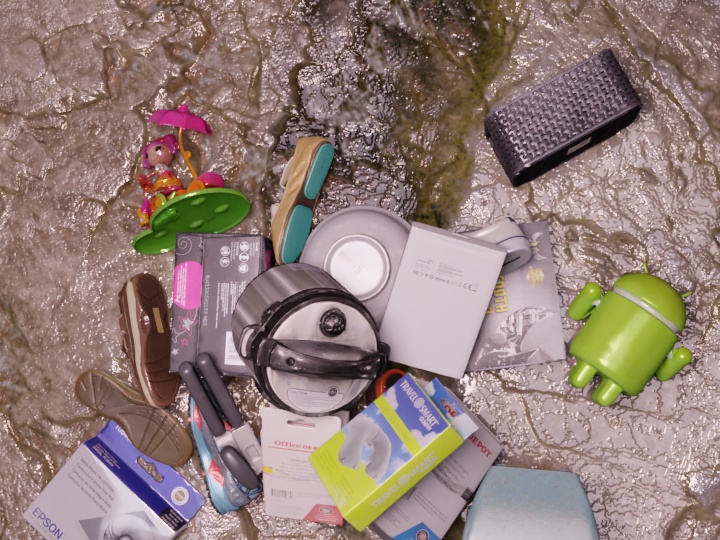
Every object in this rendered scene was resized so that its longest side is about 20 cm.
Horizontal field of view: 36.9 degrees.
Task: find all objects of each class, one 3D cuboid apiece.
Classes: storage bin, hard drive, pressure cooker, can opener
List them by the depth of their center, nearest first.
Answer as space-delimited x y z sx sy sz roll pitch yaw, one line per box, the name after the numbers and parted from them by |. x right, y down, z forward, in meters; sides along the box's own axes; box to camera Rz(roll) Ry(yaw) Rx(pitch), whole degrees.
-0.070 0.093 1.411 0.175 0.200 0.179 -34 115 -10 | pressure cooker
0.106 0.043 1.470 0.131 0.027 0.201 15 114 -3 | hard drive
-0.186 0.211 1.491 0.053 0.067 0.201 -27 110 -5 | can opener
0.282 -0.211 1.521 0.199 0.135 0.094 -28 81 4 | storage bin

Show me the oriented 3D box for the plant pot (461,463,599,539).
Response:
0.225 0.367 1.453 0.194 0.196 0.202 3 77 7 | plant pot

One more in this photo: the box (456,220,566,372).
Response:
0.204 0.039 1.551 0.157 0.048 0.202 -7 84 7 | box

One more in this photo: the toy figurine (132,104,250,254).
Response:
-0.275 -0.148 1.608 0.199 0.150 0.185 -29 66 28 | toy figurine

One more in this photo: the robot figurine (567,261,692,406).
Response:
0.369 0.091 1.492 0.175 0.116 0.201 35 89 8 | robot figurine

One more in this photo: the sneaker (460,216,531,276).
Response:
0.140 -0.009 1.513 0.199 0.073 0.071 -23 54 8 | sneaker

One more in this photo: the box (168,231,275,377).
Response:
-0.196 0.051 1.566 0.131 0.115 0.202 2 87 6 | box

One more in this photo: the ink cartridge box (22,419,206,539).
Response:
-0.363 0.351 1.594 0.199 0.041 0.200 40 90 9 | ink cartridge box

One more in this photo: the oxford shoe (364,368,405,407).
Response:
0.053 0.237 1.552 0.071 0.072 0.202 -16 95 -36 | oxford shoe

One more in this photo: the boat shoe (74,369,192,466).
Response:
-0.330 0.214 1.600 0.200 0.063 0.073 32 93 4 | boat shoe

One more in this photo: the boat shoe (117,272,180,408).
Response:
-0.318 0.110 1.593 0.075 0.074 0.204 -26 64 36 | boat shoe

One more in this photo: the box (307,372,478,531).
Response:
0.040 0.224 1.387 0.200 0.048 0.122 -40 40 -1 | box

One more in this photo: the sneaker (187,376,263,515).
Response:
-0.193 0.247 1.576 0.095 0.079 0.202 -16 91 -5 | sneaker

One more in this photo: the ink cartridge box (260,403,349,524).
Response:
-0.075 0.254 1.501 0.115 0.068 0.201 6 125 7 | ink cartridge box

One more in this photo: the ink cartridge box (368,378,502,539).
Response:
0.080 0.271 1.472 0.145 0.084 0.200 47 72 -27 | ink cartridge box

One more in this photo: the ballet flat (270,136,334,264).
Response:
-0.097 -0.104 1.603 0.063 0.069 0.201 17 82 31 | ballet flat

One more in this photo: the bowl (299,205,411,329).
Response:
0.000 0.000 1.560 0.199 0.090 0.203 -1 84 6 | bowl
